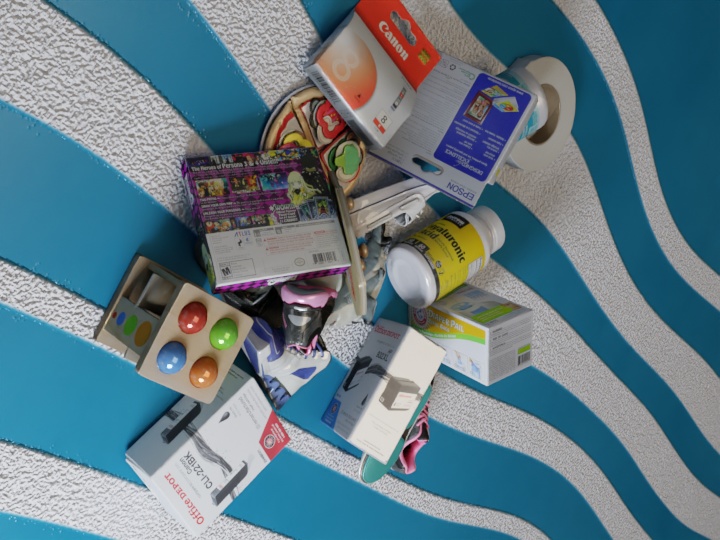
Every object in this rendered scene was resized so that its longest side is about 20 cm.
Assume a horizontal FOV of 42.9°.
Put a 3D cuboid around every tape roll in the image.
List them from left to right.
[{"bbox_3d":[0.310,-0.281,1.637,0.200,0.037,0.208,-17,116,-37],"label":"tape roll"}]

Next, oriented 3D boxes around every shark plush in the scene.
[{"bbox_3d":[0.000,0.000,1.442,0.082,0.091,0.203,24,93,-13],"label":"shark plush"}]

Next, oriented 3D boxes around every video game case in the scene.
[{"bbox_3d":[-0.126,-0.071,1.227,0.196,0.036,0.185,-9,73,-28],"label":"video game case"}]

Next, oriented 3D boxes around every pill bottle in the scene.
[{"bbox_3d":[0.147,-0.030,1.529,0.198,0.110,0.113,-31,123,-31],"label":"pill bottle"},{"bbox_3d":[0.199,-0.239,1.486,0.198,0.111,0.112,-32,125,-13],"label":"pill bottle"}]

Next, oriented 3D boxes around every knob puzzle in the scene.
[{"bbox_3d":[-0.006,-0.027,1.299,0.030,0.221,0.224,-11,116,-6],"label":"knob puzzle"}]

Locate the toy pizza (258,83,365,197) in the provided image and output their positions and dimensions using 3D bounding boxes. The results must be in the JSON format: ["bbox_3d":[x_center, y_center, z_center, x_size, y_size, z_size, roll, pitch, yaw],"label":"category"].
[{"bbox_3d":[-0.063,-0.169,1.344,0.197,0.031,0.205,-16,115,-38],"label":"toy pizza"}]

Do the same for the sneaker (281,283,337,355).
[{"bbox_3d":[-0.076,0.068,1.283,0.200,0.077,0.098,3,91,-84],"label":"sneaker"}]

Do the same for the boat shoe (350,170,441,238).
[{"bbox_3d":[0.064,-0.103,1.442,0.196,0.073,0.067,-21,90,-21],"label":"boat shoe"}]

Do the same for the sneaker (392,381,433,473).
[{"bbox_3d":[0.094,0.258,1.585,0.078,0.095,0.204,22,89,-42],"label":"sneaker"}]

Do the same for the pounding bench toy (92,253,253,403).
[{"bbox_3d":[-0.217,0.093,1.214,0.199,0.155,0.126,33,83,-43],"label":"pounding bench toy"}]

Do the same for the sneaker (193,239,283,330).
[{"bbox_3d":[-0.147,0.032,1.287,0.076,0.113,0.201,-46,133,-18],"label":"sneaker"}]

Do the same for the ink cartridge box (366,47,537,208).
[{"bbox_3d":[0.140,-0.217,1.402,0.203,0.195,0.047,-59,160,-5],"label":"ink cartridge box"}]

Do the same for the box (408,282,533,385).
[{"bbox_3d":[0.181,0.098,1.543,0.111,0.198,0.104,-17,116,-34],"label":"box"}]

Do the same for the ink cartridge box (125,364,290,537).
[{"bbox_3d":[-0.217,0.255,1.321,0.200,0.083,0.146,-43,130,-21],"label":"ink cartridge box"}]

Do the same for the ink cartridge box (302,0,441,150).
[{"bbox_3d":[0.032,-0.304,1.338,0.163,0.050,0.201,47,71,-25],"label":"ink cartridge box"}]

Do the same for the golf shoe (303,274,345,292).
[{"bbox_3d":[-0.093,-0.018,1.323,0.201,0.076,0.089,50,32,-34],"label":"golf shoe"}]

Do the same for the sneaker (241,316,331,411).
[{"bbox_3d":[-0.107,0.115,1.338,0.114,0.081,0.201,-33,149,-13],"label":"sneaker"}]

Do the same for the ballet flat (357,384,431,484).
[{"bbox_3d":[0.050,0.260,1.535,0.069,0.069,0.202,32,89,-43],"label":"ballet flat"}]

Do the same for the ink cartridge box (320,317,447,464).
[{"bbox_3d":[0.035,0.187,1.472,0.083,0.145,0.203,32,82,-18],"label":"ink cartridge box"}]
